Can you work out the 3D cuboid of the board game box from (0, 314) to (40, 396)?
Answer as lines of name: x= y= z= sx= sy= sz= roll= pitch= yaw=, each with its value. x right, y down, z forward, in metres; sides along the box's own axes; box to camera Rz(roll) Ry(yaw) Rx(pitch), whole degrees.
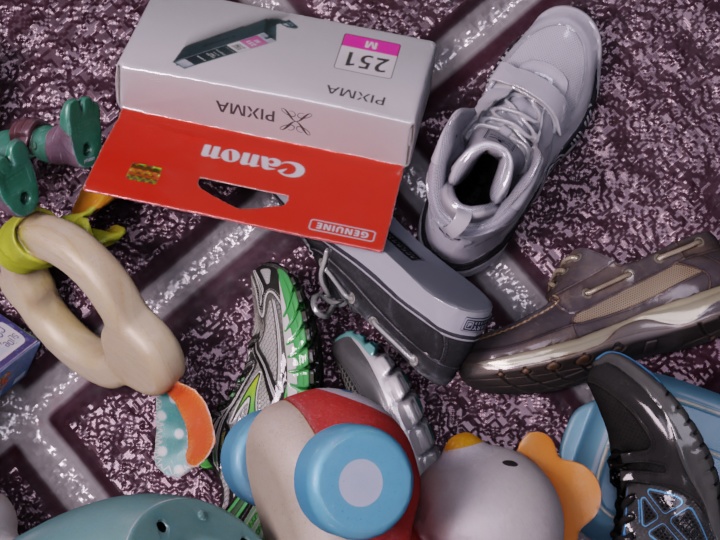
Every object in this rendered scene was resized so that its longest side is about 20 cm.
board game box: x=-0.309 y=0.060 z=1.046 sx=0.135 sy=0.200 sz=0.035 roll=34 pitch=121 yaw=7

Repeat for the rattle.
rattle: x=-0.132 y=0.022 z=1.097 sx=0.200 sy=0.143 sz=0.131 roll=36 pitch=128 yaw=15

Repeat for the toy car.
toy car: x=0.045 y=0.138 z=0.979 sx=0.199 sy=0.184 sz=0.178 roll=-17 pitch=94 yaw=-20

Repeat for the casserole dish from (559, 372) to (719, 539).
casserole dish: x=0.227 y=0.140 z=1.086 sx=0.199 sy=0.039 sz=0.122 roll=20 pitch=82 yaw=6

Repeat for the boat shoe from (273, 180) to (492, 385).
boat shoe: x=0.002 y=0.000 z=1.086 sx=0.199 sy=0.073 sz=0.068 roll=39 pitch=115 yaw=30

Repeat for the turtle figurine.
turtle figurine: x=-0.273 y=-0.085 z=1.102 sx=0.199 sy=0.101 sz=0.150 roll=10 pitch=56 yaw=32

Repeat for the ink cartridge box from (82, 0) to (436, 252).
ink cartridge box: x=-0.062 y=-0.102 z=1.087 sx=0.199 sy=0.044 sz=0.174 roll=12 pitch=43 yaw=4

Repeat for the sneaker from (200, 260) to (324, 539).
sneaker: x=-0.068 y=0.093 z=1.083 sx=0.085 sy=0.078 sz=0.201 roll=3 pitch=81 yaw=3

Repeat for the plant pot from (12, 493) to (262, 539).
plant pot: x=-0.126 y=0.217 z=0.924 sx=0.161 sy=0.200 sz=0.201 roll=-38 pitch=80 yaw=32

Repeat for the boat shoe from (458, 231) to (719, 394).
boat shoe: x=0.154 y=0.026 z=1.097 sx=0.199 sy=0.075 sz=0.074 roll=-15 pitch=69 yaw=-8

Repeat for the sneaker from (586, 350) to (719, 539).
sneaker: x=0.182 y=0.146 z=1.030 sx=0.082 sy=0.073 sz=0.201 roll=-26 pitch=81 yaw=-3

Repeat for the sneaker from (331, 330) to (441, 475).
sneaker: x=0.012 y=0.138 z=1.077 sx=0.091 sy=0.078 sz=0.201 roll=-23 pitch=79 yaw=2

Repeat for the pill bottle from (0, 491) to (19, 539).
pill bottle: x=-0.290 y=0.165 z=1.060 sx=0.200 sy=0.116 sz=0.117 roll=35 pitch=83 yaw=7

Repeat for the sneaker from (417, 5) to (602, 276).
sneaker: x=0.103 y=-0.093 z=1.089 sx=0.075 sy=0.115 sz=0.201 roll=29 pitch=83 yaw=6
